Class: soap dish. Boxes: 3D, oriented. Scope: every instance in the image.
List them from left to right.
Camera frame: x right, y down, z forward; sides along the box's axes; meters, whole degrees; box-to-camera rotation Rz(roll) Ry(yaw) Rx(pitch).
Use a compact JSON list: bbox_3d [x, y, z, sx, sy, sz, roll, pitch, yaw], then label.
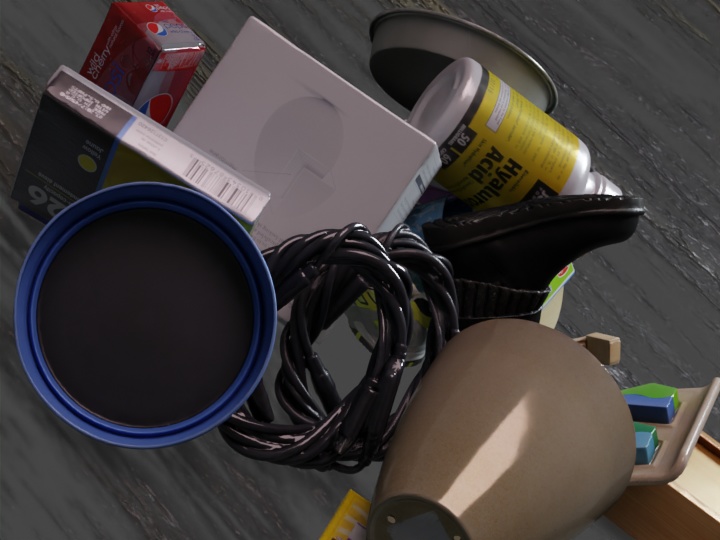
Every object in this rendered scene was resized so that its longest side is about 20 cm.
[{"bbox_3d":[0.292,0.207,1.747,0.199,0.082,0.157,36,28,12],"label":"soap dish"}]

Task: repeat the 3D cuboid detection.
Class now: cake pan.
[{"bbox_3d":[0.094,-0.185,1.886,0.199,0.037,0.200,22,-17,7],"label":"cake pan"}]

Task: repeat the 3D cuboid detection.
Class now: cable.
[{"bbox_3d":[-0.040,0.056,1.552,0.162,0.202,0.051,17,1,-9],"label":"cable"},{"bbox_3d":[0.009,0.059,1.622,0.162,0.202,0.051,8,0,-20],"label":"cable"}]

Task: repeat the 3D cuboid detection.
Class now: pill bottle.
[{"bbox_3d":[0.143,-0.098,1.800,0.199,0.111,0.112,34,26,-17],"label":"pill bottle"}]

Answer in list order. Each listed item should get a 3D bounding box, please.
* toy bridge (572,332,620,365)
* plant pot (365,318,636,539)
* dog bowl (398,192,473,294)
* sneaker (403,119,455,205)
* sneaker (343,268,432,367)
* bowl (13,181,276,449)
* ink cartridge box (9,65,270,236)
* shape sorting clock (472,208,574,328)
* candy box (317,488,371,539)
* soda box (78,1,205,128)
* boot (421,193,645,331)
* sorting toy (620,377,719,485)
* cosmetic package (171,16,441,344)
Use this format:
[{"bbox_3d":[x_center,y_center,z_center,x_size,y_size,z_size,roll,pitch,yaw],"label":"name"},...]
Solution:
[{"bbox_3d":[0.155,0.092,1.822,0.199,0.028,0.067,-16,20,-40],"label":"toy bridge"},{"bbox_3d":[0.089,0.163,1.488,0.187,0.188,0.200,37,36,11],"label":"plant pot"},{"bbox_3d":[0.088,-0.019,1.867,0.049,0.113,0.200,-7,3,21],"label":"dog bowl"},{"bbox_3d":[0.037,-0.144,2.024,0.200,0.115,0.073,33,29,6],"label":"sneaker"},{"bbox_3d":[0.000,0.000,1.794,0.200,0.077,0.075,42,31,23],"label":"sneaker"},{"bbox_3d":[-0.164,0.035,1.477,0.199,0.202,0.039,30,-8,-2],"label":"bowl"},{"bbox_3d":[-0.188,-0.046,1.581,0.197,0.200,0.047,30,50,0],"label":"ink cartridge box"},{"bbox_3d":[0.156,-0.025,1.922,0.200,0.039,0.202,31,52,-52],"label":"shape sorting clock"},{"bbox_3d":[0.056,0.252,1.499,0.199,0.027,0.102,33,24,2],"label":"candy box"},{"bbox_3d":[-0.211,-0.131,1.663,0.070,0.201,0.063,44,30,23],"label":"soda box"},{"bbox_3d":[0.159,0.018,1.728,0.209,0.160,0.079,-11,8,0],"label":"boot"},{"bbox_3d":[0.202,0.138,1.678,0.185,0.198,0.037,-45,122,-61],"label":"sorting toy"},{"bbox_3d":[-0.065,-0.074,1.692,0.199,0.201,0.123,35,-2,7],"label":"cosmetic package"}]
